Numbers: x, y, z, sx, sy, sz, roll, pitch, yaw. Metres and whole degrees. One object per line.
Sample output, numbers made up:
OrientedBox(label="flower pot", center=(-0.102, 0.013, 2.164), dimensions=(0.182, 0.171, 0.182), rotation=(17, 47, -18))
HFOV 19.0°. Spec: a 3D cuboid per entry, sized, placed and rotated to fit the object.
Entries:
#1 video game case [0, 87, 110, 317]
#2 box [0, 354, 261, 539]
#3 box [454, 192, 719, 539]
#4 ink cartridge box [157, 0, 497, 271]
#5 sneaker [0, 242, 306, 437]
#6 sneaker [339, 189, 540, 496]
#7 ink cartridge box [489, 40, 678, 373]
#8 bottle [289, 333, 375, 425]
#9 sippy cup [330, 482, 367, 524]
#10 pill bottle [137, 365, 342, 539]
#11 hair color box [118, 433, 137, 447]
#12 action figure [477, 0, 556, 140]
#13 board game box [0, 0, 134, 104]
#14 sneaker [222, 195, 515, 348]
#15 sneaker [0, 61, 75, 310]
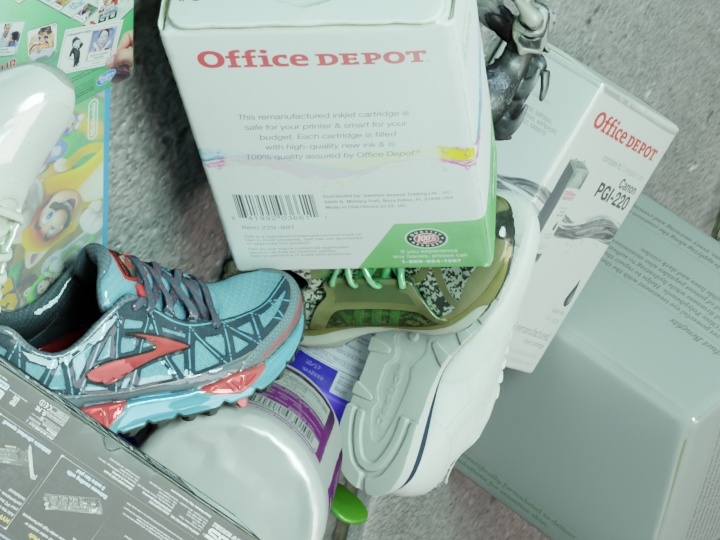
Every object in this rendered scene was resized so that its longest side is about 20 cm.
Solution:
OrientedBox(label="video game case", center=(-0.203, -0.002, 1.052), dimensions=(0.200, 0.018, 0.143), rotation=(-32, 145, -36))
OrientedBox(label="box", center=(-0.170, 0.140, 1.042), dimensions=(0.200, 0.050, 0.158), rotation=(37, 86, -25))
OrientedBox(label="box", center=(0.196, 0.087, 1.566), dimensions=(0.171, 0.199, 0.201), rotation=(-31, 144, -37))
OrientedBox(label="ink cartridge box", center=(-0.010, -0.090, 1.104), dimensions=(0.200, 0.145, 0.088), rotation=(75, 17, -55))
OrientedBox(label="sneaker", center=(-0.113, 0.029, 1.103), dimensions=(0.199, 0.079, 0.096), rotation=(-21, 123, -30))
OrientedBox(label="sneaker", center=(0.057, 0.044, 1.282), dimensions=(0.080, 0.076, 0.201), rotation=(11, 112, -47))
OrientedBox(label="ink cartridge box", center=(0.106, -0.042, 1.414), dimensions=(0.200, 0.085, 0.146), rotation=(-61, 151, 7))
OrientedBox(label="bottle", center=(0.018, 0.003, 1.325), dimensions=(0.201, 0.083, 0.065), rotation=(-66, 173, 13))
OrientedBox(label="sippy cup", center=(-0.055, 0.229, 1.406), dimensions=(0.139, 0.130, 0.178), rotation=(-36, 147, -31))
OrientedBox(label="pill bottle", center=(-0.067, 0.110, 1.219), dimensions=(0.113, 0.112, 0.200), rotation=(-60, -179, 9))
OrientedBox(label="hair color box", center=(-0.204, 0.172, 1.189), dimensions=(0.109, 0.065, 0.201), rotation=(-15, 134, -51))
OrientedBox(label="action figure", center=(0.070, -0.143, 1.237), dimensions=(0.119, 0.102, 0.200), rotation=(-1, 123, -62))
OrientedBox(label="board game box", center=(-0.182, -0.108, 0.960), dimensions=(0.200, 0.029, 0.135), rotation=(-33, 144, -36))
OrientedBox(label="sneaker", center=(0.000, 0.000, 1.223), dimensions=(0.088, 0.200, 0.077), rotation=(14, 66, -45))
OrientedBox(label="sneaker", center=(-0.184, -0.002, 0.963), dimensions=(0.200, 0.080, 0.070), rotation=(-52, 156, 3))
